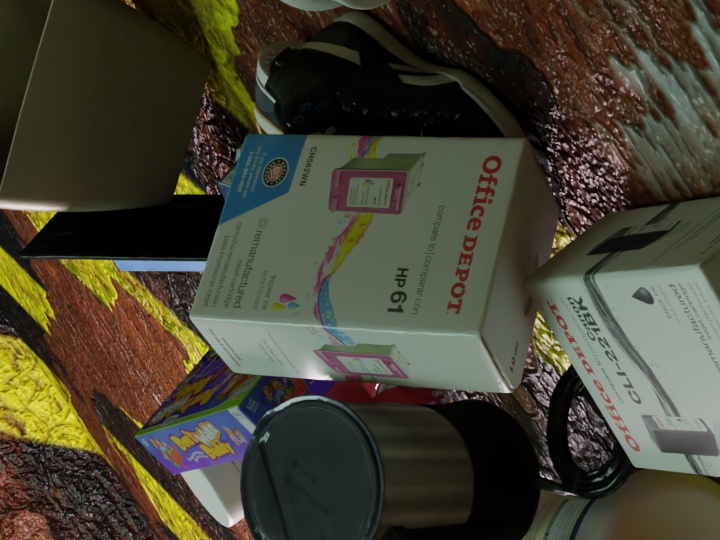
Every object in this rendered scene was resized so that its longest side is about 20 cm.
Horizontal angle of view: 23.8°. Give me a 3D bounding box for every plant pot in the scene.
[{"bbox_3d":[-0.251,-0.151,1.507,0.177,0.201,0.200,14,-174,-35],"label":"plant pot"}]

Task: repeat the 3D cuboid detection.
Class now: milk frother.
[{"bbox_3d":[0.062,0.121,1.116,0.180,0.200,0.188,35,-164,34],"label":"milk frother"}]

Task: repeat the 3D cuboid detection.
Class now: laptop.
[{"bbox_3d":[-0.176,-0.007,1.551,0.187,0.200,0.116,0,116,15],"label":"laptop"}]

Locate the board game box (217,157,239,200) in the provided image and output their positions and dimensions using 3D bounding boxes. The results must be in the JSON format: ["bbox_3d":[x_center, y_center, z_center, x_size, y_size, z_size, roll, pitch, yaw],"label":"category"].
[{"bbox_3d":[0.000,0.000,1.225,0.200,0.034,0.136,21,147,31],"label":"board game box"}]

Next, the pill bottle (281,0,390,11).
[{"bbox_3d":[-0.050,-0.232,1.079,0.200,0.109,0.109,35,153,43],"label":"pill bottle"}]

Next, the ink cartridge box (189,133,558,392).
[{"bbox_3d":[0.012,-0.008,1.088,0.199,0.145,0.085,3,151,22],"label":"ink cartridge box"}]

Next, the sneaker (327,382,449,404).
[{"bbox_3d":[0.067,0.124,1.475,0.200,0.113,0.071,21,153,3],"label":"sneaker"}]

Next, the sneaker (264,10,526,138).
[{"bbox_3d":[0.013,-0.094,1.154,0.200,0.112,0.073,37,155,39],"label":"sneaker"}]

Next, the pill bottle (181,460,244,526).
[{"bbox_3d":[-0.071,0.143,1.598,0.113,0.200,0.113,46,160,23],"label":"pill bottle"}]

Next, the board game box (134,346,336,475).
[{"bbox_3d":[-0.074,0.077,1.247,0.045,0.135,0.200,45,152,-12],"label":"board game box"}]

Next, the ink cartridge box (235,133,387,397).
[{"bbox_3d":[-0.015,-0.017,1.385,0.200,0.083,0.146,49,160,15],"label":"ink cartridge box"}]

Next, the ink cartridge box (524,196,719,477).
[{"bbox_3d":[0.201,0.039,0.984,0.144,0.084,0.200,58,161,-10],"label":"ink cartridge box"}]

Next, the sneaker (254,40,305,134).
[{"bbox_3d":[-0.011,-0.084,1.272,0.200,0.078,0.080,52,148,34],"label":"sneaker"}]

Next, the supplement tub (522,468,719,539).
[{"bbox_3d":[0.182,0.216,1.223,0.145,0.145,0.200,56,160,-3],"label":"supplement tub"}]
